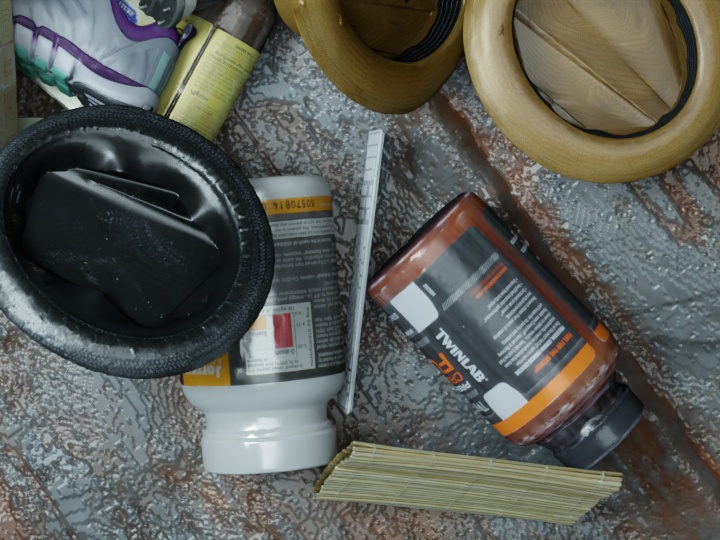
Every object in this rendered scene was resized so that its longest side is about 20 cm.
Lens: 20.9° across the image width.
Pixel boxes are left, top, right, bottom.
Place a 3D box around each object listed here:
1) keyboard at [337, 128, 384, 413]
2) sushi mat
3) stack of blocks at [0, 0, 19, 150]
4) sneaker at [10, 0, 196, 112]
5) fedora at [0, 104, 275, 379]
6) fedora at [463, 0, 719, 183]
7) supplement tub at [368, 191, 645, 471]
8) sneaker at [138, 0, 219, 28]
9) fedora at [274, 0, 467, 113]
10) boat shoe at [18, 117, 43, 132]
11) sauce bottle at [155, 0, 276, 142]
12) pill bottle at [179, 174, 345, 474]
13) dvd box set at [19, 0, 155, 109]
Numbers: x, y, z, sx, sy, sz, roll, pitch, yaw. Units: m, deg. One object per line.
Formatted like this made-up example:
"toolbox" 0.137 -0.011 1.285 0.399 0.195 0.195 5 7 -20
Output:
"keyboard" 0.000 0.000 1.386 0.011 0.056 0.201 6 91 -2
"sushi mat" 0.073 0.150 1.357 0.199 0.096 0.012 8 63 -15
"stack of blocks" -0.290 -0.106 1.292 0.115 0.059 0.201 0 104 8
"sneaker" -0.215 -0.179 1.345 0.200 0.074 0.088 30 78 0
"fedora" -0.157 -0.008 1.274 0.200 0.092 0.201 4 67 -9
"fedora" 0.166 -0.158 1.373 0.200 0.082 0.201 0 92 -2
"supplement tub" 0.107 0.048 1.365 0.107 0.107 0.200 -44 91 0
"sneaker" -0.146 -0.256 1.343 0.090 0.066 0.200 -21 69 -35
"fedora" 0.000 -0.203 1.336 0.082 0.200 0.201 8 91 40
"boat shoe" -0.249 -0.067 1.369 0.199 0.063 0.071 10 63 2
"sauce bottle" -0.100 -0.160 1.376 0.065 0.065 0.200 30 91 -2
"pill bottle" -0.070 0.036 1.356 0.116 0.116 0.201 -4 91 -1
"dvd box set" -0.191 -0.230 1.389 0.146 0.029 0.200 40 91 -1
